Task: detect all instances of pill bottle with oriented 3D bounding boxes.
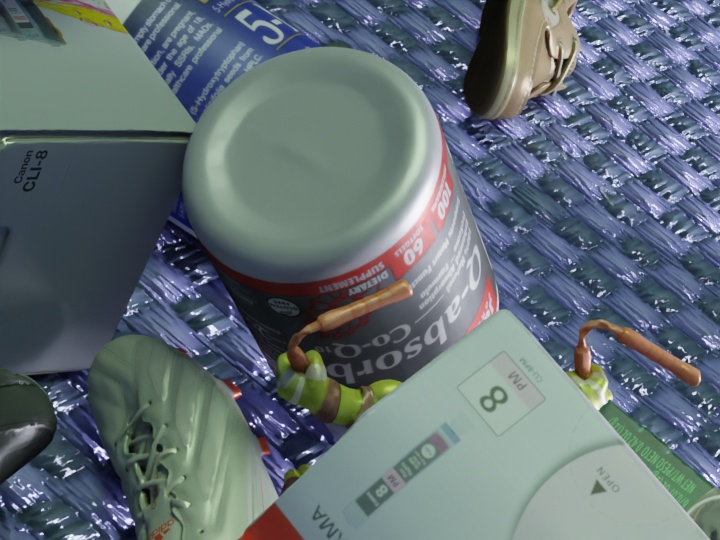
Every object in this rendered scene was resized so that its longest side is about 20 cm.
[{"bbox_3d":[-0.093,-0.092,1.244,0.199,0.120,0.120,33,31,7],"label":"pill bottle"},{"bbox_3d":[0.000,0.000,1.093,0.115,0.200,0.117,-7,58,12],"label":"pill bottle"}]

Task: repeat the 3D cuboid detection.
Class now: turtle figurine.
[{"bbox_3d":[0.041,0.077,1.053,0.198,0.161,0.065,4,55,-27],"label":"turtle figurine"}]

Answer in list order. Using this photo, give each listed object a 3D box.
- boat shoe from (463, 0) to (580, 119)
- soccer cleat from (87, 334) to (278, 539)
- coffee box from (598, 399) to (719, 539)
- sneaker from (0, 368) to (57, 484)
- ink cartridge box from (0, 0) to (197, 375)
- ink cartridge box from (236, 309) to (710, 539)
[{"bbox_3d":[0.111,-0.147,1.540,0.064,0.072,0.200,24,29,-5],"label":"boat shoe"},{"bbox_3d":[-0.071,0.103,1.024,0.077,0.070,0.200,-8,49,-41],"label":"soccer cleat"},{"bbox_3d":[0.083,0.164,0.974,0.123,0.044,0.200,39,69,16],"label":"coffee box"},{"bbox_3d":[-0.183,0.107,0.936,0.079,0.076,0.200,46,42,11],"label":"sneaker"},{"bbox_3d":[-0.194,-0.066,1.097,0.144,0.146,0.200,-2,42,-40],"label":"ink cartridge box"},{"bbox_3d":[0.032,0.136,0.926,0.199,0.057,0.163,-36,77,-23],"label":"ink cartridge box"}]
